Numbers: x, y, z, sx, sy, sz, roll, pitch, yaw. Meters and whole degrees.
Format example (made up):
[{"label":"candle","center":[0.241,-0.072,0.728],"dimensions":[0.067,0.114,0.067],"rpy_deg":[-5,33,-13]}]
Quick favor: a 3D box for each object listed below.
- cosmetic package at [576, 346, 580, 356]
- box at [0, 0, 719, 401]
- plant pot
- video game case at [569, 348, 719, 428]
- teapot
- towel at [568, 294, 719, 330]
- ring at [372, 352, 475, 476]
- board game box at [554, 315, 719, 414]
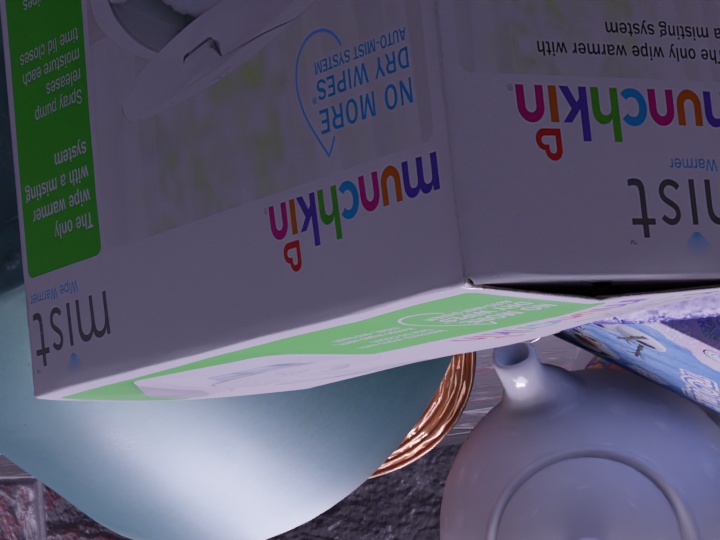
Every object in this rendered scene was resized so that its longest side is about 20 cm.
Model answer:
[{"label":"cosmetic package","center":[0.260,0.044,1.867],"dimensions":[0.199,0.123,0.199],"rpy_deg":[-8,172,12]},{"label":"box","center":[-0.003,-0.065,0.666],"dimensions":[0.096,0.177,0.200],"rpy_deg":[0,172,-35]},{"label":"plant pot","center":[-0.083,-0.021,0.928],"dimensions":[0.200,0.201,0.161],"rpy_deg":[-9,156,26]},{"label":"video game case","center":[0.220,0.029,1.638],"dimensions":[0.200,0.182,0.024],"rpy_deg":[-12,128,43]},{"label":"teapot","center":[0.134,0.157,1.511],"dimensions":[0.199,0.198,0.146],"rpy_deg":[24,-171,3]},{"label":"towel","center":[0.161,-0.043,1.248],"dimensions":[0.199,0.050,0.148],"rpy_deg":[-8,130,21]},{"label":"ring","center":[-0.033,0.041,1.534],"dimensions":[0.200,0.201,0.019],"rpy_deg":[-7,-144,15]},{"label":"board game box","center":[0.139,0.015,1.423],"dimensions":[0.198,0.043,0.200],"rpy_deg":[25,172,17]}]
